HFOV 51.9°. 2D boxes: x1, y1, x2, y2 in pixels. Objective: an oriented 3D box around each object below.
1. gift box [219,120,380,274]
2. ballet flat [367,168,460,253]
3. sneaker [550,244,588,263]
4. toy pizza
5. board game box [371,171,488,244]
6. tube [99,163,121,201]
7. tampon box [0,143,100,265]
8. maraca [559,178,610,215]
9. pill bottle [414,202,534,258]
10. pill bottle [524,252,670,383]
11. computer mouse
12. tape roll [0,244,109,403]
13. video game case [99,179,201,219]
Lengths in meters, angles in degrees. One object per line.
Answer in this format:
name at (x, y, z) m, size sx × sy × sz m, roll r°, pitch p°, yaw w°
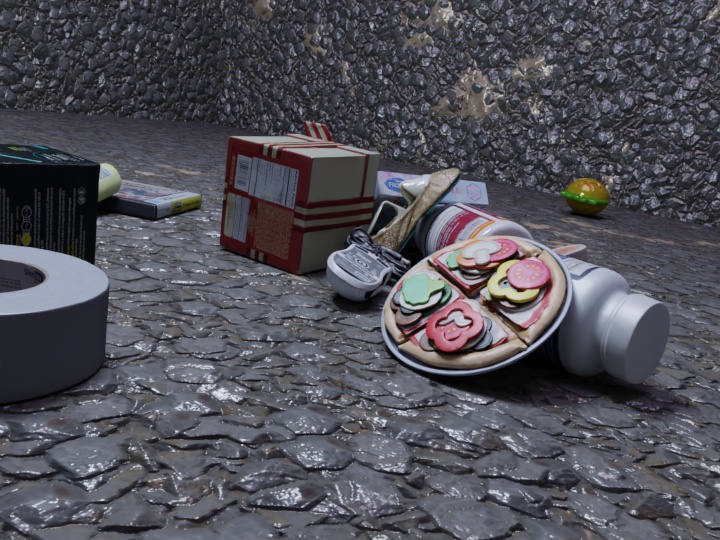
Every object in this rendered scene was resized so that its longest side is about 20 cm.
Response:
gift box at (-0.091, -0.114, 1.079) m, size 0.198 × 0.188 × 0.185 m, roll 24°, pitch 21°, yaw 31°
ballet flat at (0.067, -0.089, 1.073) m, size 0.065 × 0.201 × 0.070 m, roll 42°, pitch -14°, yaw -8°
sneaker at (0.208, 0.033, 0.929) m, size 0.196 × 0.082 × 0.071 m, roll -18°, pitch 9°, yaw -15°
toy pizza at (0.111, 0.023, 0.740) m, size 0.196 × 0.032 × 0.202 m, roll -16°, pitch 35°, yaw 12°
board game box at (0.075, -0.097, 1.218) m, size 0.196 × 0.042 × 0.200 m, roll 3°, pitch -18°, yaw -26°
tube at (-0.437, -0.106, 1.097) m, size 0.058 × 0.052 × 0.200 m, roll -31°, pitch 10°, yaw 30°
tampon box at (-0.397, -0.061, 0.768) m, size 0.148 × 0.129 × 0.198 m, roll 20°, pitch 18°, yaw 41°
maraca at (0.667, -0.218, 2.194) m, size 0.135 × 0.109 × 0.199 m, roll 17°, pitch 16°, yaw 30°
pill bottle at (0.156, -0.033, 1.058) m, size 0.111 × 0.116 × 0.200 m, roll 4°, pitch 14°, yaw -22°
pill bottle at (0.214, 0.043, 0.780) m, size 0.109 × 0.114 × 0.198 m, roll -3°, pitch 17°, yaw -41°
computer mouse at (0.000, 0.000, 0.946) m, size 0.109 × 0.044 × 0.200 m, roll 35°, pitch 20°, yaw 9°
tape roll at (-0.300, 0.033, 0.576) m, size 0.196 × 0.068 × 0.201 m, roll 9°, pitch 12°, yaw -2°
video game case at (-0.400, -0.128, 1.275) m, size 0.196 × 0.026 × 0.181 m, roll 12°, pitch 14°, yaw 10°
